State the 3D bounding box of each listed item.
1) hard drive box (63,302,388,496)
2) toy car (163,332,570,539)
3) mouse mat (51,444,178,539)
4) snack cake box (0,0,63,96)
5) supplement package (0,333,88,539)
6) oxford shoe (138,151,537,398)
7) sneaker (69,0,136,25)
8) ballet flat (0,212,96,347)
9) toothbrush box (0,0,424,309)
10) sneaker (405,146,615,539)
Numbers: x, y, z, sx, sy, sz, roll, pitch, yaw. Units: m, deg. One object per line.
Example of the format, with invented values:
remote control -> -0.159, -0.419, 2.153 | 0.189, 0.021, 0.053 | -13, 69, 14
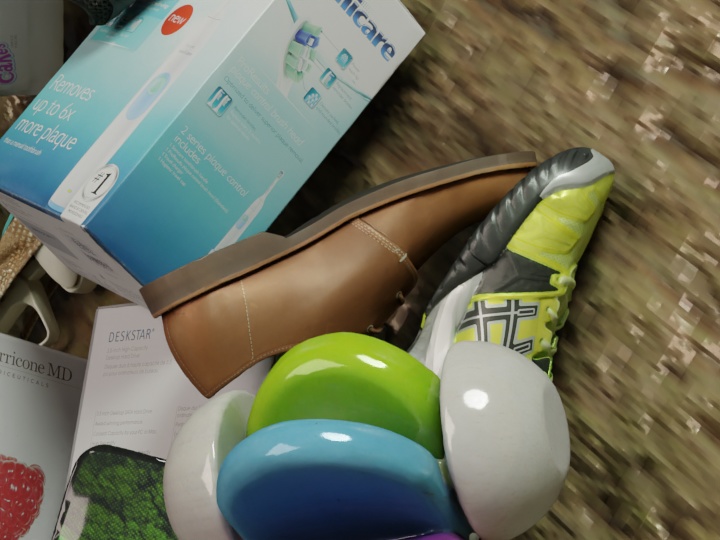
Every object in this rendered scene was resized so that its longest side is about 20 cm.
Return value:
hard drive box -> -0.077, 0.118, 1.087 | 0.155, 0.076, 0.202 | -5, 71, 46
toy car -> 0.002, 0.130, 0.885 | 0.174, 0.150, 0.202 | -11, 99, 21
mouse mat -> -0.056, 0.177, 0.987 | 0.198, 0.008, 0.162 | 13, 77, 8
snack cake box -> -0.230, -0.222, 1.364 | 0.115, 0.067, 0.201 | 103, 159, -53
supplement package -> -0.212, 0.146, 1.191 | 0.119, 0.121, 0.202 | -11, 67, 45
oxford shoe -> 0.000, 0.000, 1.014 | 0.072, 0.199, 0.071 | 65, 169, 1
sneaker -> -0.153, -0.201, 1.171 | 0.086, 0.080, 0.200 | -44, 33, 9
ballet flat -> -0.191, 0.006, 1.283 | 0.065, 0.070, 0.201 | 45, 113, 19
toothbrush box -> -0.085, -0.086, 1.119 | 0.200, 0.085, 0.146 | -50, 33, -11
sneaker -> 0.064, 0.038, 0.984 | 0.076, 0.075, 0.201 | 32, 93, 13
